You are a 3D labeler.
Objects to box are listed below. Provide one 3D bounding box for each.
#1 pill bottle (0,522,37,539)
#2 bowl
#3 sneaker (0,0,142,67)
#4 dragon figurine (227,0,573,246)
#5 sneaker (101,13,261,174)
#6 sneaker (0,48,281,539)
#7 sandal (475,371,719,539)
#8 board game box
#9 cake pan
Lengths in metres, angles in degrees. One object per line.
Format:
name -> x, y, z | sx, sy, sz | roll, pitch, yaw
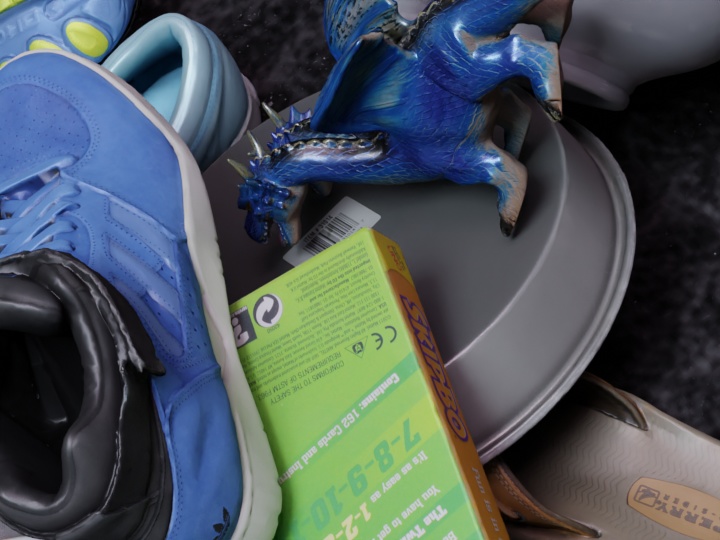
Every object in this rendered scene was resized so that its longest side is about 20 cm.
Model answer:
pill bottle -> -0.103, 0.137, 0.781 | 0.113, 0.114, 0.201 | -13, 63, 5
bowl -> 0.066, -0.116, 0.874 | 0.201, 0.201, 0.091 | 20, 92, 23
sneaker -> -0.173, -0.074, 0.963 | 0.199, 0.083, 0.071 | -24, 92, 15
dragon figurine -> 0.016, -0.070, 0.779 | 0.099, 0.200, 0.059 | 14, 51, -5
sneaker -> -0.119, -0.019, 0.903 | 0.074, 0.082, 0.200 | 26, 72, 27
sneaker -> -0.098, 0.001, 0.735 | 0.077, 0.111, 0.200 | -30, 63, 20
sandal -> 0.063, 0.065, 0.827 | 0.199, 0.054, 0.080 | 16, 65, 21
board game box -> 0.000, 0.095, 0.741 | 0.095, 0.030, 0.200 | -29, 61, 19
cake pan -> 0.000, 0.000, 0.856 | 0.200, 0.037, 0.201 | -19, 42, 18
